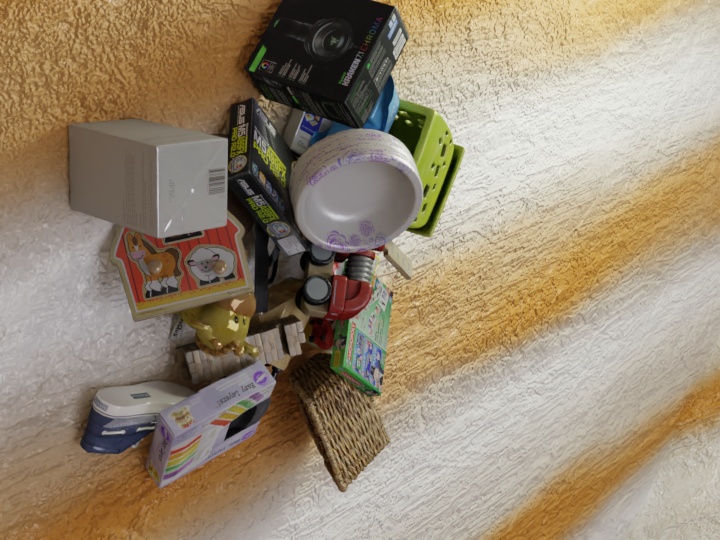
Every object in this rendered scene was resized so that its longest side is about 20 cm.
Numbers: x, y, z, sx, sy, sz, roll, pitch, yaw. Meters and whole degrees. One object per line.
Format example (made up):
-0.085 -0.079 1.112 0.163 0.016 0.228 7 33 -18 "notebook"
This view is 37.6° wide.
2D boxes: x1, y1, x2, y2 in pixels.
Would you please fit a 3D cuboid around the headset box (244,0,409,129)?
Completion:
-0.056 -0.335 1.620 0.175 0.199 0.093 -62 156 -12 "headset box"

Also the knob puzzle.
-0.261 -0.043 1.507 0.220 0.219 0.030 -51 171 -25 "knob puzzle"

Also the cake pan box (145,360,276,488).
-0.233 0.239 1.650 0.199 0.052 0.185 -26 158 -34 "cake pan box"

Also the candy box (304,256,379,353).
-0.037 0.050 1.918 0.102 0.026 0.201 31 80 -51 "candy box"

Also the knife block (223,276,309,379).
-0.149 0.127 1.784 0.199 0.064 0.177 -29 126 -41 "knife block"

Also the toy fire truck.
0.000 0.000 1.751 0.198 0.129 0.177 9 75 -10 "toy fire truck"

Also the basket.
-0.064 0.264 1.868 0.149 0.142 0.201 -41 120 -39 "basket"

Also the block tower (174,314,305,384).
-0.187 0.125 1.669 0.199 0.058 0.054 -15 103 -15 "block tower"

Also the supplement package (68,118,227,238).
-0.285 -0.129 1.413 0.119 0.199 0.122 -15 115 -46 "supplement package"

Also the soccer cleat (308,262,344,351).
-0.048 0.039 1.847 0.085 0.068 0.202 1 87 -44 "soccer cleat"

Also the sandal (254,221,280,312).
-0.145 -0.011 1.671 0.076 0.042 0.201 94 -6 -46 "sandal"

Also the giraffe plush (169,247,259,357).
-0.220 0.051 1.563 0.172 0.162 0.201 -5 117 -34 "giraffe plush"

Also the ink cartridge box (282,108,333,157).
-0.060 -0.279 1.755 0.094 0.037 0.201 24 87 -46 "ink cartridge box"

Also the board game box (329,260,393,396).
0.005 0.099 1.828 0.135 0.029 0.201 42 48 -48 "board game box"

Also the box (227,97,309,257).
-0.140 -0.142 1.642 0.200 0.044 0.161 55 26 -45 "box"

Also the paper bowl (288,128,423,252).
-0.010 -0.131 1.619 0.199 0.105 0.202 -8 136 -8 "paper bowl"

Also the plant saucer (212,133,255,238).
-0.223 -0.110 1.634 0.199 0.029 0.202 -23 122 -44 "plant saucer"

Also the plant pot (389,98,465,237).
0.057 -0.173 1.819 0.181 0.198 0.201 27 83 -56 "plant pot"

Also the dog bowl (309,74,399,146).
-0.005 -0.237 1.727 0.050 0.111 0.201 36 76 -59 "dog bowl"

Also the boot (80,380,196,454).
-0.334 0.225 1.607 0.199 0.073 0.091 6 115 -50 "boot"
